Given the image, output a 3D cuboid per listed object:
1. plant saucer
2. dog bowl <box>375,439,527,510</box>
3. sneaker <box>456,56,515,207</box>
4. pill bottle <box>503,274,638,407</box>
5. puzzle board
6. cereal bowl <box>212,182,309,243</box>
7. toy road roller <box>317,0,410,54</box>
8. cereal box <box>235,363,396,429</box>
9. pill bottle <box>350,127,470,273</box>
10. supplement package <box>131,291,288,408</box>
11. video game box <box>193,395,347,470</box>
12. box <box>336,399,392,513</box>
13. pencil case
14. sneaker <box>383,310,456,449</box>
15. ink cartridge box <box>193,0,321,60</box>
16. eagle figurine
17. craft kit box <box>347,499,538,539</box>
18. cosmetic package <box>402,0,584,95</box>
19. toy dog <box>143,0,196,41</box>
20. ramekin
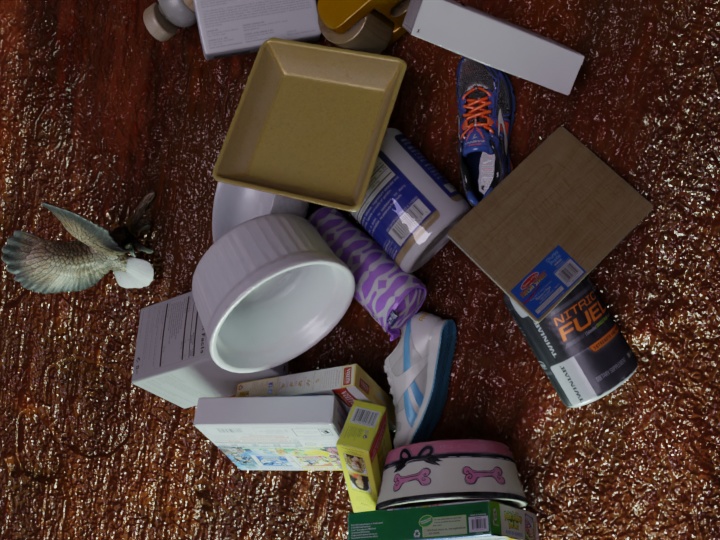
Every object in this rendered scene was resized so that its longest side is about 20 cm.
[{"bbox_3d":[-0.057,-0.172,1.001,0.195,0.049,0.204,13,73,18],"label":"plant saucer"},{"bbox_3d":[0.115,0.272,1.072,0.196,0.199,0.076,-12,65,25],"label":"dog bowl"},{"bbox_3d":[0.152,-0.168,1.012,0.074,0.078,0.205,-6,99,24],"label":"sneaker"},{"bbox_3d":[0.243,0.054,1.005,0.105,0.106,0.203,-32,88,26],"label":"pill bottle"},{"bbox_3d":[0.222,-0.057,0.971,0.199,0.017,0.151,-42,72,-9],"label":"puzzle board"},{"bbox_3d":[-0.125,-0.098,1.121,0.199,0.082,0.205,-25,60,52],"label":"cereal bowl"},{"bbox_3d":[0.023,-0.376,1.004,0.199,0.122,0.148,-37,74,21],"label":"toy road roller"},{"bbox_3d":[-0.059,0.191,1.160,0.196,0.144,0.040,-12,53,26],"label":"cereal box"},{"bbox_3d":[0.035,-0.109,1.054,0.201,0.119,0.120,48,115,11],"label":"pill bottle"},{"bbox_3d":[-0.213,0.106,1.191,0.196,0.121,0.122,-17,56,26],"label":"supplement package"},{"bbox_3d":[-0.106,0.229,1.147,0.195,0.048,0.184,-3,145,14],"label":"video game box"},{"bbox_3d":[0.013,0.270,1.125,0.049,0.076,0.203,9,135,20],"label":"box"},{"bbox_3d":[0.000,0.000,1.098,0.200,0.083,0.087,43,126,26],"label":"pencil case"},{"bbox_3d":[0.073,0.154,1.128,0.079,0.076,0.205,17,102,28],"label":"sneaker"},{"bbox_3d":[-0.145,-0.391,1.072,0.156,0.047,0.205,-12,96,-9],"label":"ink cartridge box"},{"bbox_3d":[-0.407,-0.041,1.223,0.148,0.199,0.156,12,106,20],"label":"eagle figurine"},{"bbox_3d":[0.113,0.340,1.082,0.196,0.197,0.050,-13,62,25],"label":"craft kit box"},{"bbox_3d":[0.150,-0.263,0.943,0.196,0.083,0.052,18,112,-12],"label":"cosmetic package"},{"bbox_3d":[-0.251,-0.416,1.146,0.129,0.096,0.206,0,87,27],"label":"toy dog"},{"bbox_3d":[-0.113,0.024,1.023,0.201,0.198,0.099,-49,57,24],"label":"ramekin"}]
